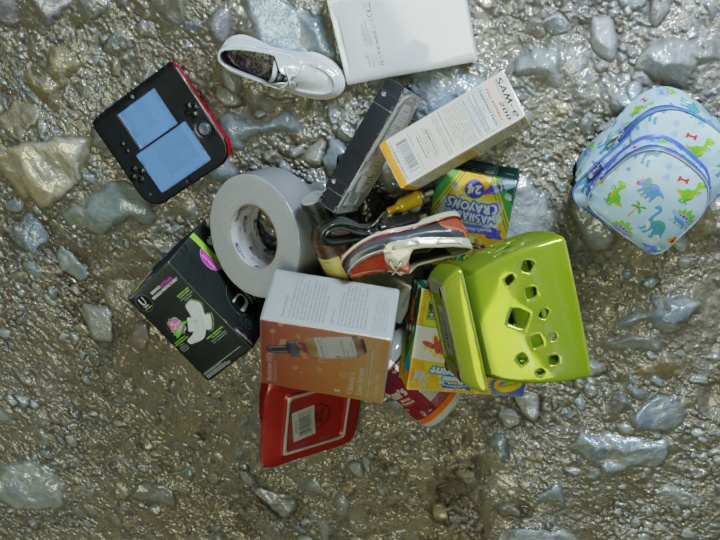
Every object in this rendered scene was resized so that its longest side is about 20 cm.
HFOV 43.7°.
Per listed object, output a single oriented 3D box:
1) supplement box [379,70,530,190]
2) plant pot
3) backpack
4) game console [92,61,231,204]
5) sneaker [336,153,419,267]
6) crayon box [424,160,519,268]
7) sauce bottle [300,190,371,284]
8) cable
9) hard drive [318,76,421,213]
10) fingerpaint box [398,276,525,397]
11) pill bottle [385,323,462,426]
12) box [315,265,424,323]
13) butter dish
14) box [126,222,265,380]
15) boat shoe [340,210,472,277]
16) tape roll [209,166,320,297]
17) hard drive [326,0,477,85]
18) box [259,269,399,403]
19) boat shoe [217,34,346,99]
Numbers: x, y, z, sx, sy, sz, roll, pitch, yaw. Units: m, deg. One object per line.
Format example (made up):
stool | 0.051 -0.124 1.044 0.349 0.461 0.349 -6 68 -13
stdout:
supplement box | 0.136 -0.195 1.276 0.198 0.126 0.074 -29 87 13
plant pot | 0.202 0.063 1.291 0.178 0.199 0.203 -14 94 -4
backpack | 0.415 -0.136 1.252 0.182 0.148 0.201 34 118 -8
game console | -0.324 -0.218 1.470 0.198 0.031 0.178 -27 109 25
sneaker | 0.029 -0.094 1.427 0.102 0.060 0.203 -13 94 -7
crayon box | 0.169 -0.070 1.408 0.124 0.052 0.203 12 121 9
sauce bottle | -0.036 -0.030 1.383 0.064 0.065 0.202 -9 123 19
cable | 0.020 -0.068 1.354 0.197 0.051 0.098 -12 146 -19
hard drive | 0.016 -0.177 1.304 0.038 0.140 0.202 33 101 9
fingerpaint box | 0.172 0.107 1.435 0.196 0.073 0.170 4 105 -11
pill bottle | 0.074 0.162 1.526 0.200 0.110 0.109 43 120 -10
box | 0.000 0.000 1.481 0.198 0.069 0.083 26 122 0
butter dish | -0.109 0.219 1.596 0.197 0.148 0.203 -12 126 -30
box | -0.266 0.052 1.533 0.124 0.149 0.200 -34 106 30
boat shoe | 0.068 -0.027 1.339 0.197 0.063 0.071 -19 156 -3
tape roll | -0.152 -0.061 1.444 0.198 0.066 0.204 14 114 35
hard drive | 0.060 -0.352 1.297 0.197 0.025 0.134 -6 116 18
box | -0.048 0.102 1.379 0.196 0.107 0.154 8 135 4
boat shoe | -0.120 -0.302 1.347 0.197 0.069 0.073 24 122 1
